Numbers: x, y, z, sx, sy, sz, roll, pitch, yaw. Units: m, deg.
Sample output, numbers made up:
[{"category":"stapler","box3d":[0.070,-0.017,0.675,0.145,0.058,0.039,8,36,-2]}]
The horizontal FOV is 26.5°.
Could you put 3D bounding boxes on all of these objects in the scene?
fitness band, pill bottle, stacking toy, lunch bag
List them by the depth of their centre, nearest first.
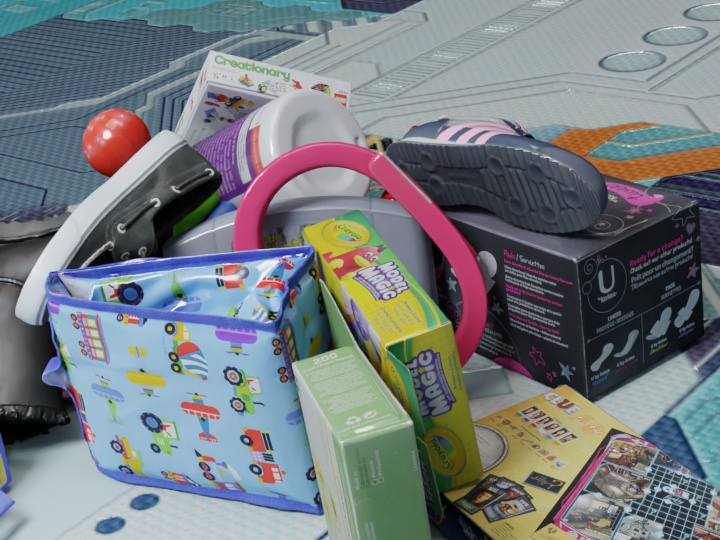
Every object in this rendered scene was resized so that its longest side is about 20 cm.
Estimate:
[{"category":"lunch bag","box3d":[-0.120,0.073,1.008,0.199,0.151,0.094,-1,32,17]},{"category":"fitness band","box3d":[0.000,0.000,1.088,0.144,0.200,0.037,-42,2,7]},{"category":"stacking toy","box3d":[-0.143,-0.045,1.211,0.085,0.200,0.085,-43,9,9]},{"category":"pill bottle","box3d":[-0.093,-0.070,1.298,0.199,0.112,0.111,-21,9,45]}]

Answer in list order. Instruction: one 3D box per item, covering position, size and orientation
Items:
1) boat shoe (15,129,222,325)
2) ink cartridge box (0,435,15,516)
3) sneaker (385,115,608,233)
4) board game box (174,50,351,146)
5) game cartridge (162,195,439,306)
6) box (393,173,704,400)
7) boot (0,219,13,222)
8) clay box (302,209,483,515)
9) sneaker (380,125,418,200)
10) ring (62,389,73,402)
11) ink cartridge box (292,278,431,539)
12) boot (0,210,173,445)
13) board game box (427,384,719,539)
[{"category":"boat shoe","box3d":[-0.168,-0.027,1.088,0.056,0.069,0.200,32,51,5]},{"category":"ink cartridge box","box3d":[-0.331,0.140,1.023,0.199,0.077,0.136,2,27,25]},{"category":"sneaker","box3d":[0.109,-0.081,1.090,0.082,0.070,0.199,-35,34,-31]},{"category":"board game box","box3d":[-0.097,-0.122,1.365,0.125,0.200,0.035,11,65,-15]},{"category":"game cartridge","box3d":[-0.043,0.013,1.136,0.199,0.134,0.041,-8,15,2]},{"category":"box","box3d":[0.140,-0.006,1.144,0.132,0.115,0.200,-24,30,-30]},{"category":"boot","box3d":[-0.360,0.036,1.260,0.199,0.078,0.138,-26,25,-4]},{"category":"clay box","box3d":[0.023,0.054,0.960,0.047,0.115,0.200,-20,30,-11]},{"category":"sneaker","box3d":[0.024,-0.059,1.289,0.199,0.116,0.078,-26,30,-34]},{"category":"ring","box3d":[-0.246,0.060,1.237,0.199,0.019,0.201,-6,26,3]},{"category":"ink cartridge box","box3d":[-0.007,0.110,0.905,0.048,0.146,0.200,-16,26,-12]},{"category":"boot","box3d":[-0.234,0.042,1.130,0.197,0.073,0.163,-5,60,-2]},{"category":"board game box","box3d":[0.127,0.143,0.926,0.135,0.035,0.200,-19,27,-21]}]
